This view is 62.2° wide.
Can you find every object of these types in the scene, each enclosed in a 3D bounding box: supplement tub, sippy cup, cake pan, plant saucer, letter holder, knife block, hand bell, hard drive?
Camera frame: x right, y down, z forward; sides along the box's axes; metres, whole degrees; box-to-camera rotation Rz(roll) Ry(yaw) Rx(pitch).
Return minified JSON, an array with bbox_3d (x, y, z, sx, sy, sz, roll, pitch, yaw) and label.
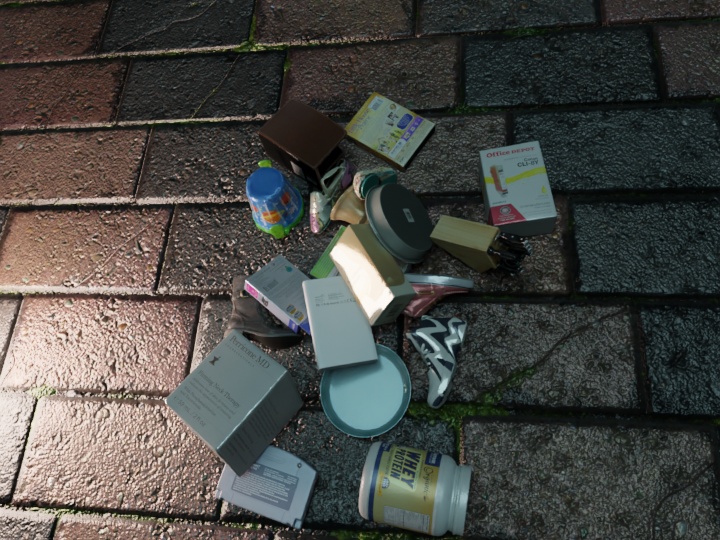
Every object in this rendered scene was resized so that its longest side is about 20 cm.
[{"bbox_3d":[0.106,0.416,1.134,0.196,0.145,0.147,8,68,13],"label":"supplement tub"},{"bbox_3d":[-0.215,-0.179,1.450,0.177,0.131,0.140,38,77,22],"label":"sippy cup"},{"bbox_3d":[0.095,-0.114,1.343,0.037,0.198,0.203,-34,59,37],"label":"cake pan"},{"bbox_3d":[0.012,0.256,1.283,0.196,0.027,0.204,-4,67,9],"label":"plant saucer"},{"bbox_3d":[-0.136,-0.325,1.516,0.199,0.101,0.143,35,75,21],"label":"letter holder"},{"bbox_3d":[0.264,-0.062,1.281,0.198,0.176,0.064,34,74,-1],"label":"knife block"},{"bbox_3d":[0.035,-0.103,1.413,0.199,0.104,0.104,39,78,9],"label":"hand bell"},{"bbox_3d":[-0.046,0.110,1.299,0.129,0.027,0.203,-7,65,-14],"label":"hard drive"}]

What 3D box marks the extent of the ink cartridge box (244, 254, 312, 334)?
[{"bbox_3d":[-0.154,0.060,1.356,0.199,0.042,0.119,36,50,17],"label":"ink cartridge box"}]

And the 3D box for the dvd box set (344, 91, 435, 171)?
[{"bbox_3d":[0.073,-0.358,1.530,0.198,0.029,0.147,32,76,20],"label":"dvd box set"}]

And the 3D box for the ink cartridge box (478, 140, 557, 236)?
[{"bbox_3d":[0.357,-0.184,1.378,0.142,0.084,0.203,-8,66,6],"label":"ink cartridge box"}]

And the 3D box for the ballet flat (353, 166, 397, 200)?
[{"bbox_3d":[0.021,-0.208,1.404,0.063,0.199,0.077,22,110,21],"label":"ballet flat"}]

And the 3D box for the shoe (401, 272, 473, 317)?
[{"bbox_3d":[0.152,0.056,1.325,0.196,0.071,0.093,4,93,-6],"label":"shoe"}]

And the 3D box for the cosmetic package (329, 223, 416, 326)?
[{"bbox_3d":[0.023,0.006,1.286,0.070,0.106,0.201,-5,52,-43],"label":"cosmetic package"}]

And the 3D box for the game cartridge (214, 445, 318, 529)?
[{"bbox_3d":[-0.191,0.435,1.238,0.197,0.041,0.135,14,74,15],"label":"game cartridge"}]

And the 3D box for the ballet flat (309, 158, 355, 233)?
[{"bbox_3d":[-0.080,-0.189,1.460,0.069,0.071,0.202,12,66,46],"label":"ballet flat"}]

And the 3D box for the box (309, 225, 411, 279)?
[{"bbox_3d":[0.000,0.000,1.390,0.198,0.036,0.145,30,75,19],"label":"box"}]

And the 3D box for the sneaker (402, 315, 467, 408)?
[{"bbox_3d":[0.141,0.182,1.263,0.127,0.080,0.202,14,70,17],"label":"sneaker"}]

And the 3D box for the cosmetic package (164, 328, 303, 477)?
[{"bbox_3d":[-0.252,0.270,1.223,0.166,0.167,0.200,31,65,26],"label":"cosmetic package"}]

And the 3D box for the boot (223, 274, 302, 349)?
[{"bbox_3d":[-0.222,0.085,1.377,0.196,0.070,0.177,4,60,4],"label":"boot"}]
